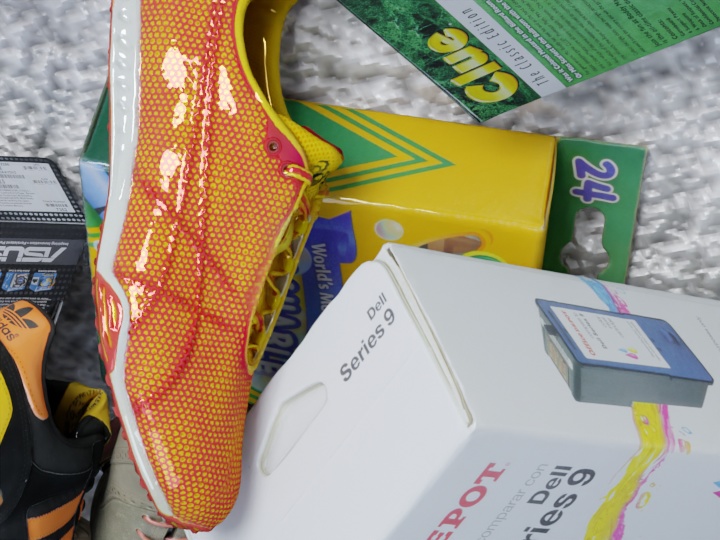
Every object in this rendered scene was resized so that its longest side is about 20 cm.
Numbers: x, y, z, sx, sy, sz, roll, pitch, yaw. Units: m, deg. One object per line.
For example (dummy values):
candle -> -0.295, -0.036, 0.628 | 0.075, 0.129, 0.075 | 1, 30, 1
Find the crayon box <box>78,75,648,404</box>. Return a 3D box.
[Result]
crayon box -> 0.000, 0.000, 0.804 | 0.199, 0.052, 0.126 | 7, 138, 5

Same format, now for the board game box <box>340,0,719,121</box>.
board game box -> 0.028, -0.112, 0.632 | 0.104, 0.024, 0.200 | -22, 146, 26

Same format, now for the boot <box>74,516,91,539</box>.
boot -> -0.215, 0.183, 0.948 | 0.199, 0.072, 0.167 | 1, 105, -36

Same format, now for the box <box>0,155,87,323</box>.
box -> -0.217, 0.030, 0.796 | 0.199, 0.044, 0.161 | 0, 129, -34

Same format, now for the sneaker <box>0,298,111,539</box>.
sneaker -> -0.126, 0.090, 0.828 | 0.070, 0.090, 0.200 | 40, 160, 31

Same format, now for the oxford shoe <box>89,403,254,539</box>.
oxford shoe -> -0.069, 0.092, 0.849 | 0.070, 0.075, 0.200 | 12, 165, -8

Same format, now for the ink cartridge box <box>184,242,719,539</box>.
ink cartridge box -> 0.059, 0.079, 0.768 | 0.199, 0.088, 0.145 | 11, 128, -38

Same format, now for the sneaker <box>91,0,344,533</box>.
sneaker -> -0.045, -0.013, 0.709 | 0.077, 0.201, 0.073 | 1, 180, 9
